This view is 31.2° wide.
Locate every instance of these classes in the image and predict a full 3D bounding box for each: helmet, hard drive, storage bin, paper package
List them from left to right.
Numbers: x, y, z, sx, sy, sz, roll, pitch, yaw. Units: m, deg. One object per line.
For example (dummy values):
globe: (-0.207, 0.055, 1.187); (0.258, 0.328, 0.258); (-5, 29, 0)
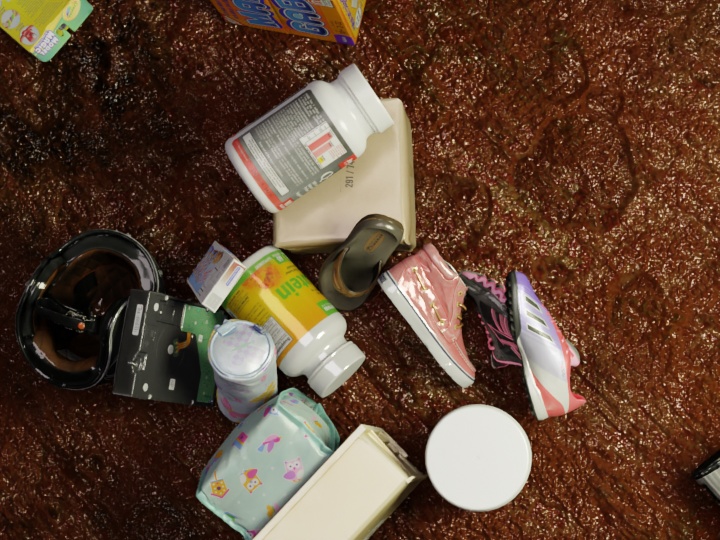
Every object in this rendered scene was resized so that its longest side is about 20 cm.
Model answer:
helmet: (-0.356, 0.050, 1.748); (0.200, 0.191, 0.200); (9, 119, 17)
hard drive: (-0.251, 0.107, 1.720); (0.038, 0.200, 0.140); (6, 84, 26)
paper package: (-0.023, -0.125, 1.765); (0.191, 0.103, 0.200); (-2, 83, 8)
storage bin: (-0.020, 0.304, 1.660); (0.094, 0.199, 0.200); (43, 90, 12)

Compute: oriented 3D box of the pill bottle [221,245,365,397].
pill bottle: (-0.090, 0.072, 1.745); (0.111, 0.111, 0.200); (-44, 79, 1)

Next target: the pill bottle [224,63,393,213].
pill bottle: (-0.065, -0.173, 1.667); (0.200, 0.116, 0.116); (-34, 79, 4)

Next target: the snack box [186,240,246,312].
snack box: (-0.195, 0.005, 1.729); (0.024, 0.200, 0.072); (35, 89, -15)

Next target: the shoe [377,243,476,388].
shoe: (0.115, 0.060, 1.706); (0.091, 0.071, 0.200); (-37, 108, 4)

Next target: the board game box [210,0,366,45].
board game box: (-0.093, -0.448, 1.766); (0.200, 0.200, 0.200); (12, 84, 9)

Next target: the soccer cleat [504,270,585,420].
soccer cleat: (0.234, 0.091, 1.656); (0.073, 0.068, 0.200); (-14, 99, 5)

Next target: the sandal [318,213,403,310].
sandal: (0.000, 0.000, 1.706); (0.082, 0.200, 0.055); (18, 52, -18)

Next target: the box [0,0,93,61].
box: (-0.492, -0.401, 1.898); (0.200, 0.048, 0.117); (41, 90, 13)

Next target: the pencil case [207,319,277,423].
pencil case: (-0.156, 0.136, 1.699); (0.091, 0.200, 0.083); (36, 69, 15)

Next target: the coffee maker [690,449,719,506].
coffee maker: (0.550, 0.287, 1.629); (0.192, 0.135, 0.200); (-28, 80, -20)

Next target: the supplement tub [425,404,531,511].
supplement tub: (0.153, 0.238, 1.643); (0.132, 0.200, 0.132); (-1, 83, 8)

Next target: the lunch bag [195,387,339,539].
lunch bag: (-0.118, 0.244, 1.687); (0.122, 0.200, 0.170); (42, 93, -3)

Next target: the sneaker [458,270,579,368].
sneaker: (0.194, 0.083, 1.727); (0.200, 0.079, 0.095); (42, 102, 12)
